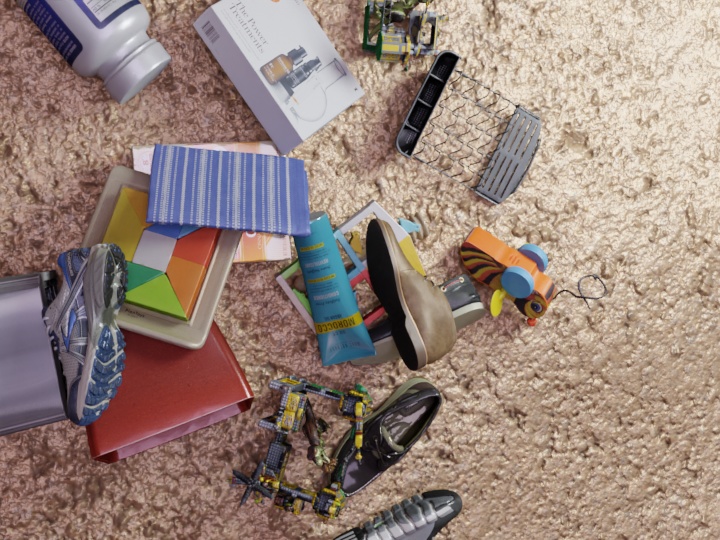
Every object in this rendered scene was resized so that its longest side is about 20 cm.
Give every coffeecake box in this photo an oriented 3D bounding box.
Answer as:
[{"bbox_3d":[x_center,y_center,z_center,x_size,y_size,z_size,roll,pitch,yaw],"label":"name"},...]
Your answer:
[{"bbox_3d":[-0.194,-0.085,1.357,0.196,0.073,0.157,-4,91,-12],"label":"coffeecake box"}]

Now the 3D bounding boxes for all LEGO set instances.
[{"bbox_3d":[0.074,-0.360,1.376,0.113,0.154,0.205,2,94,-12],"label":"LEGO set"},{"bbox_3d":[-0.071,0.227,1.341,0.152,0.116,0.203,24,93,11],"label":"LEGO set"}]

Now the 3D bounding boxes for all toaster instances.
[{"bbox_3d":[-0.415,0.094,1.249,0.116,0.200,0.185,-12,93,-7],"label":"toaster"}]

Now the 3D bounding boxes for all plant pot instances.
[{"bbox_3d":[-0.255,0.117,1.297,0.196,0.200,0.179,-19,81,-11],"label":"plant pot"}]

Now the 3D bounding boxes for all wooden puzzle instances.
[{"bbox_3d":[-0.244,-0.022,1.241,0.182,0.037,0.203,16,66,4],"label":"wooden puzzle"}]

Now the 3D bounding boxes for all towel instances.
[{"bbox_3d":[-0.158,-0.095,1.272,0.196,0.146,0.024,5,133,-11],"label":"towel"}]

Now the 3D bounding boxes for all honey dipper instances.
[{"bbox_3d":[0.000,-0.019,1.422,0.197,0.038,0.038,-28,96,-8],"label":"honey dipper"}]

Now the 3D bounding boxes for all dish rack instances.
[{"bbox_3d":[0.155,-0.189,1.438,0.198,0.055,0.155,28,91,-12],"label":"dish rack"}]

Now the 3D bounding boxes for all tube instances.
[{"bbox_3d":[-0.041,0.026,1.363,0.076,0.050,0.204,-11,106,20],"label":"tube"}]

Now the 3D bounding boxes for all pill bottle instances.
[{"bbox_3d":[-0.334,-0.314,1.300,0.119,0.120,0.201,-41,99,-9],"label":"pill bottle"}]

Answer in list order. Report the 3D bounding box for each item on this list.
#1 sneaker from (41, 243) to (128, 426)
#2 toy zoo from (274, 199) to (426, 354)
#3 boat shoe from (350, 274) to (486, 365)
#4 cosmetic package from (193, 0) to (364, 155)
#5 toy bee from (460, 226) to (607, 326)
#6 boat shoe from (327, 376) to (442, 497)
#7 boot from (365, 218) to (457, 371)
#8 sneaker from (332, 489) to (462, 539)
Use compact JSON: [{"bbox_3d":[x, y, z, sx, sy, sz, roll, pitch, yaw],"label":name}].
[{"bbox_3d":[-0.314,0.071,1.173,0.083,0.077,0.204,3,83,14],"label":"sneaker"},{"bbox_3d":[0.000,0.000,1.399,0.199,0.020,0.132,-36,104,-2],"label":"toy zoo"},{"bbox_3d":[0.071,0.070,1.426,0.198,0.074,0.064,-24,67,-4],"label":"boat shoe"},{"bbox_3d":[-0.102,-0.273,1.352,0.201,0.051,0.151,54,45,-9],"label":"cosmetic package"},{"bbox_3d":[0.222,0.028,1.435,0.130,0.110,0.200,-28,55,-28],"label":"toy bee"},{"bbox_3d":[0.033,0.227,1.416,0.073,0.065,0.201,42,84,-12],"label":"boat shoe"},{"bbox_3d":[0.064,0.023,1.366,0.074,0.073,0.203,-20,89,-22],"label":"boot"},{"bbox_3d":[0.062,0.387,1.429,0.197,0.075,0.117,-24,100,-1],"label":"sneaker"}]
